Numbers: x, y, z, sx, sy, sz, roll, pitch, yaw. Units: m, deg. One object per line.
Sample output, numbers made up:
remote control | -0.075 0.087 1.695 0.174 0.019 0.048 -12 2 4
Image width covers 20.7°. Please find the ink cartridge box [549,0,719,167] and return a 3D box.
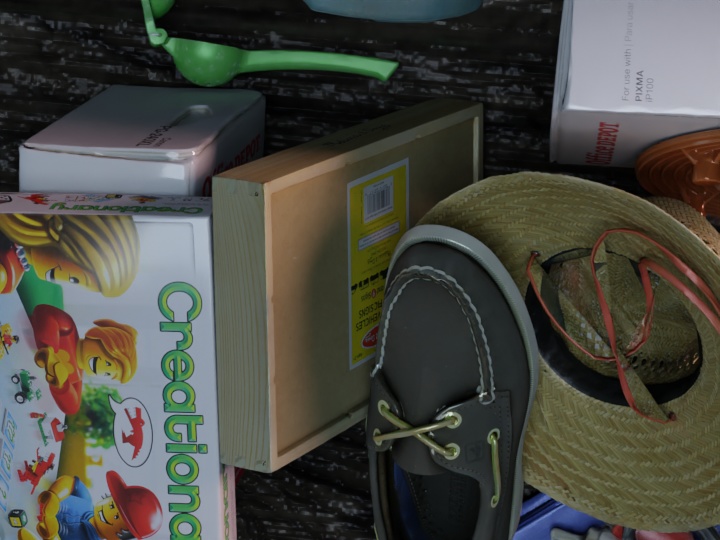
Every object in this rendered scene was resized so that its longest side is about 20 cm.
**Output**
ink cartridge box | 0.184 -0.090 0.860 0.198 0.147 0.084 4 85 5

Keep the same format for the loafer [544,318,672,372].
loafer | 0.098 0.066 0.965 0.200 0.072 0.063 -43 102 13

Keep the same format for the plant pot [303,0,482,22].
plant pot | 0.005 -0.223 0.838 0.198 0.201 0.198 13 116 3

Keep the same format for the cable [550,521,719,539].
cable | 0.189 0.160 0.962 0.198 0.050 0.098 19 124 3

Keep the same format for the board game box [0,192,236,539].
board game box | -0.118 0.068 0.854 0.125 0.035 0.202 1 106 9

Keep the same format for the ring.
ring | 0.218 -0.032 0.859 0.198 0.200 0.019 4 81 6

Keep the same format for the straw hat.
straw hat | 0.121 0.015 0.871 0.200 0.085 0.202 25 140 23

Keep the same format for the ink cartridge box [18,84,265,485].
ink cartridge box | -0.102 0.022 0.933 0.082 0.145 0.202 6 107 9

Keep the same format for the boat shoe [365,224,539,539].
boat shoe | 0.037 0.072 0.875 0.071 0.060 0.203 13 133 21

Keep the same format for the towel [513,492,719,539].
towel | 0.155 0.189 1.020 0.144 0.024 0.201 -32 101 12

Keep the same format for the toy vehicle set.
toy vehicle set | 0.000 0.000 0.891 0.026 0.200 0.126 8 107 29

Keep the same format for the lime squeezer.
lime squeezer | -0.080 -0.135 0.943 0.200 0.038 0.071 40 106 -5
